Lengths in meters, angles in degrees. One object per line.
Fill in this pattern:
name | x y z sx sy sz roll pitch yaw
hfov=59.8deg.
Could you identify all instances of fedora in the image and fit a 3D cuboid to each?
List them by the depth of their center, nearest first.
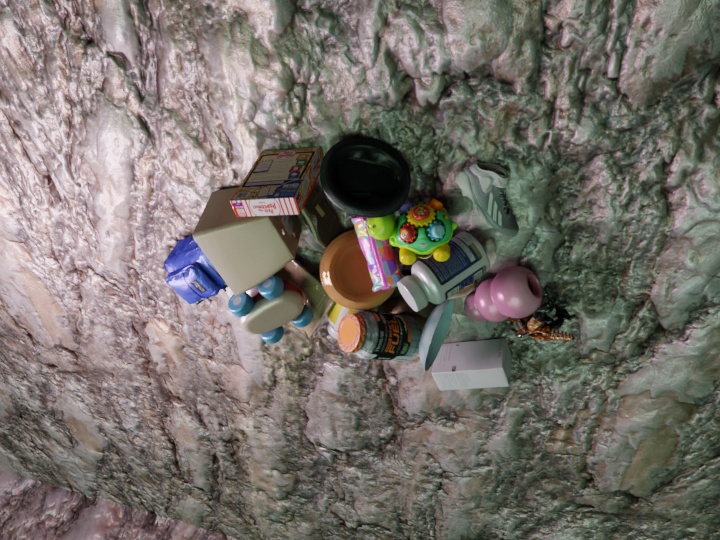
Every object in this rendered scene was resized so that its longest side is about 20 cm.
fedora | 0.006 -0.193 1.375 0.200 0.201 0.092 23 164 -4

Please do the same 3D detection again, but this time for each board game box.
board game box | -0.177 -0.198 1.376 0.151 0.200 0.046 0 132 19

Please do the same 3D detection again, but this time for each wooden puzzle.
wooden puzzle | -0.163 0.058 1.691 0.200 0.046 0.185 45 134 11

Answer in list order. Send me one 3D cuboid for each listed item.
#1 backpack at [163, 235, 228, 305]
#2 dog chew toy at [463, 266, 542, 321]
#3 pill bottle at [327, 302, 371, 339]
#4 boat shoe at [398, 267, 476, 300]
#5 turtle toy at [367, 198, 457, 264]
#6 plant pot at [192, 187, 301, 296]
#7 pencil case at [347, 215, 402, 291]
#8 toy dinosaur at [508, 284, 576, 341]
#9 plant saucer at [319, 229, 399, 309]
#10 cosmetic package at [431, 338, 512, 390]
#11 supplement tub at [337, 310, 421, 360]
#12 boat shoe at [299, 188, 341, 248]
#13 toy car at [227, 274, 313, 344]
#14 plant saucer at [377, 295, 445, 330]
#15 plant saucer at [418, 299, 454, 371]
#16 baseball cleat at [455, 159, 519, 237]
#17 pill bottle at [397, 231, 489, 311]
backpack | -0.396 -0.009 1.650 0.200 0.168 0.163 -22 128 29
dog chew toy | 0.336 0.068 1.514 0.125 0.125 0.200 43 135 -22
pill bottle | -0.026 0.097 1.661 0.111 0.111 0.200 21 134 -2
boat shoe | 0.186 0.026 1.555 0.199 0.076 0.072 -2 127 17
turtle toy | 0.115 -0.096 1.391 0.199 0.146 0.101 -5 143 8
plant pot | -0.256 -0.093 1.518 0.177 0.200 0.200 -18 125 18
pencil case | 0.039 -0.051 1.470 0.088 0.088 0.200 -15 99 29
toy dinosaur | 0.441 0.126 1.514 0.200 0.136 0.102 42 168 38
plant saucer | 0.000 0.000 1.532 0.200 0.037 0.201 -1 96 -5
cosmetic package | 0.305 0.256 1.703 0.200 0.113 0.081 -11 127 25
supplement tub | 0.048 0.166 1.591 0.200 0.123 0.123 8 144 -37
boat shoe | -0.111 -0.137 1.517 0.075 0.075 0.203 30 155 42
toy car | -0.246 0.052 1.638 0.177 0.200 0.184 -29 139 9
plant saucer | 0.138 0.153 1.713 0.200 0.035 0.201 9 134 10
plant saucer | 0.186 0.156 1.593 0.039 0.201 0.201 19 136 17
baseball cleat | 0.297 -0.155 1.354 0.200 0.070 0.106 40 131 -20
pill bottle | 0.188 0.007 1.441 0.200 0.111 0.111 -33 125 -10
